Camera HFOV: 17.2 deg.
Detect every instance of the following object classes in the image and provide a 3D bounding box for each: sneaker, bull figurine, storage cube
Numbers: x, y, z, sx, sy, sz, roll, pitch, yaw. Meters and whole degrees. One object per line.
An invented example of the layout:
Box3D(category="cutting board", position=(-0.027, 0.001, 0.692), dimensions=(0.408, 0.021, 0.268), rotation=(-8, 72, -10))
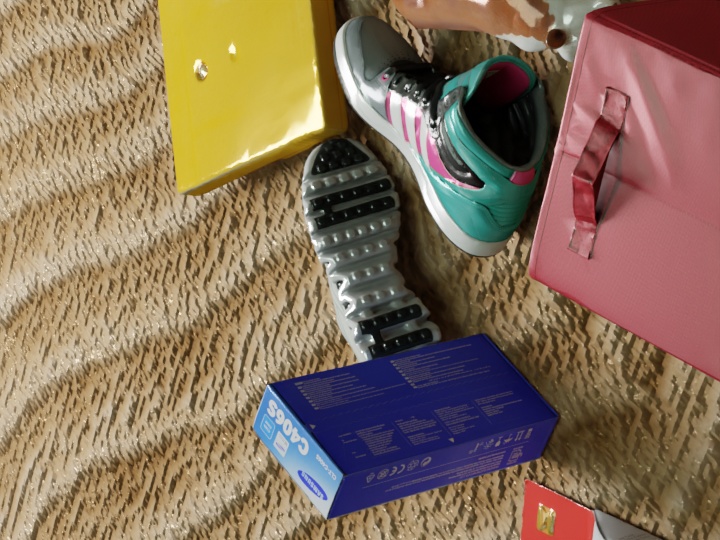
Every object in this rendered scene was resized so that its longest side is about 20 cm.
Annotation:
Box3D(category="sneaker", position=(0.062, -0.121, 1.645), dimensions=(0.201, 0.083, 0.121), rotation=(55, 140, 16))
Box3D(category="sneaker", position=(0.000, 0.000, 1.762), dimensions=(0.081, 0.075, 0.202), rotation=(113, 144, -68))
Box3D(category="bull figurine", position=(0.091, -0.206, 1.610), dimensions=(0.199, 0.065, 0.123), rotation=(10, 102, 47))
Box3D(category="storage cube", position=(0.230, -0.048, 1.375), dimensions=(0.179, 0.199, 0.172), rotation=(30, 119, 36))

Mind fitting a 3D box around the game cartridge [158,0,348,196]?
Box3D(category="game cartridge", position=(-0.085, -0.167, 1.840), dimensions=(0.199, 0.032, 0.178), rotation=(-19, 74, 49))

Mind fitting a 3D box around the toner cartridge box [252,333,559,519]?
Box3D(category="toner cartridge box", position=(0.033, 0.105, 1.639), dimensions=(0.095, 0.199, 0.043), rotation=(47, 132, 34))

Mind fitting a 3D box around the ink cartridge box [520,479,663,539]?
Box3D(category="ink cartridge box", position=(0.162, 0.252, 1.635), dimensions=(0.199, 0.050, 0.162), rotation=(22, 114, 44))
